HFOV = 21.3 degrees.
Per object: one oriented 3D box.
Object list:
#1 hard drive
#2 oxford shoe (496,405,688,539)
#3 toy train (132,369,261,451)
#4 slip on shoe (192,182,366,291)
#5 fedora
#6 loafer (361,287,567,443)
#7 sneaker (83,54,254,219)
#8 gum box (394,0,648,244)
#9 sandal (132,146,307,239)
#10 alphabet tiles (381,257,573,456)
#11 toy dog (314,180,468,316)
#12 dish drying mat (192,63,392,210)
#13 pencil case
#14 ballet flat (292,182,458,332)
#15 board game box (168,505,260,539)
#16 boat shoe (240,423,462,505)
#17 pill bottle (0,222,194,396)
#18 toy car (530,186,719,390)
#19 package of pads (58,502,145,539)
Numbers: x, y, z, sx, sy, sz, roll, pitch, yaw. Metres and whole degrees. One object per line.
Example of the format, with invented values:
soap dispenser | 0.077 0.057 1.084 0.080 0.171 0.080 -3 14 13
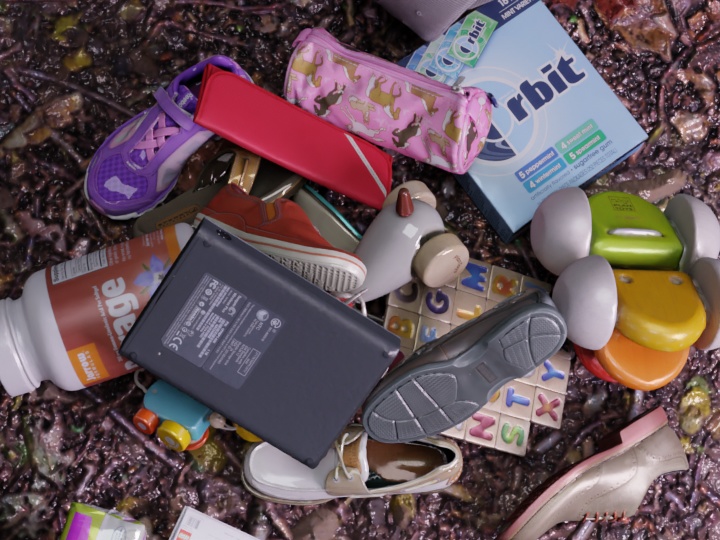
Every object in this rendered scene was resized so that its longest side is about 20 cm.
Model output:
hard drive | -0.085 0.065 1.620 0.199 0.033 0.140 32 110 -10
oxford shoe | 0.215 0.203 1.734 0.200 0.070 0.075 -33 86 -14
toy train | -0.111 0.100 1.730 0.199 0.056 0.151 -11 49 -1
slip on shoe | -0.067 -0.032 1.652 0.200 0.074 0.061 22 79 46
fedora | 0.078 -0.276 1.800 0.177 0.200 0.091 -37 99 -27
loafer | 0.089 0.083 1.681 0.199 0.063 0.072 -30 118 9
sneaker | -0.176 -0.132 1.765 0.200 0.088 0.080 -43 85 -15
gum box | 0.148 -0.155 1.839 0.170 0.045 0.200 -35 82 -15
sandal | -0.124 -0.080 1.758 0.199 0.080 0.054 -27 123 -11
alphabet tiles | 0.107 0.074 1.751 0.199 0.006 0.167 17 75 -24
toy dog | 0.001 -0.006 1.676 0.132 0.096 0.200 29 73 34
dish drying mat | -0.058 -0.121 1.742 0.199 0.018 0.077 26 46 -20
pencil case | 0.024 -0.159 1.773 0.199 0.083 0.087 22 98 20
ballet flat | 0.000 0.000 1.767 0.200 0.069 0.070 39 73 4
board game box | -0.091 0.306 1.679 0.199 0.035 0.127 25 72 0
boat shoe | -0.007 0.168 1.712 0.199 0.068 0.075 -3 74 -9
pill bottle | -0.227 0.040 1.689 0.199 0.112 0.113 -19 77 -1
toy car | 0.243 0.022 1.746 0.174 0.150 0.201 2 45 -15
package of pads | -0.229 0.279 1.581 0.068 0.200 0.155 17 72 -1
